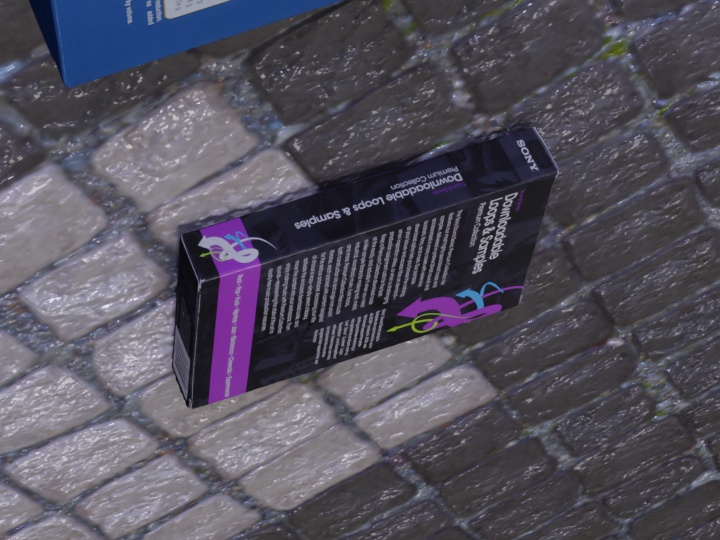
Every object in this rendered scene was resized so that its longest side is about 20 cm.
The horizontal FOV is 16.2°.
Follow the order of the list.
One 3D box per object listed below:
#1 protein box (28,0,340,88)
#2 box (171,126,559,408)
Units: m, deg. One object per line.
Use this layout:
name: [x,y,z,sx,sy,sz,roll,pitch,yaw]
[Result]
protein box: [-0.033,-0.194,0.839,0.200,0.135,0.199,-19,153,-11]
box: [0.000,0.000,1.336,0.200,0.036,0.143,-16,153,-15]
